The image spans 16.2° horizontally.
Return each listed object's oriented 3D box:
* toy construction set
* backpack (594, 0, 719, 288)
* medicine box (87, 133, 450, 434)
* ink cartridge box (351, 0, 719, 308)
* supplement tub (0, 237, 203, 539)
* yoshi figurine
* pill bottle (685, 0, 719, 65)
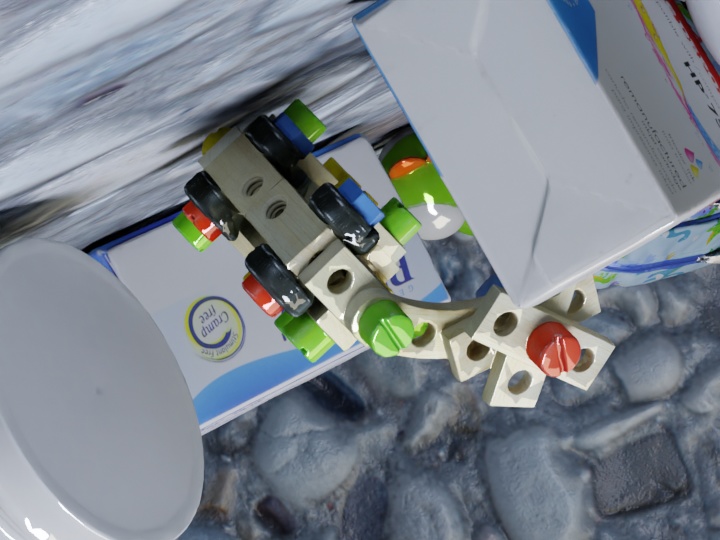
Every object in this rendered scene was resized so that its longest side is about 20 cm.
[{"bbox_3d":[0.000,0.000,0.981,0.092,0.131,0.200,-52,-141,-11],"label":"toy construction set"},{"bbox_3d":[0.142,-0.068,1.383,0.199,0.164,0.154,-18,165,-32],"label":"backpack"},{"bbox_3d":[-0.088,0.032,1.309,0.182,0.103,0.200,-26,177,-38],"label":"medicine box"},{"bbox_3d":[0.082,-0.065,0.920,0.067,0.117,0.200,-31,178,22],"label":"ink cartridge box"},{"bbox_3d":[-0.172,0.085,0.945,0.200,0.145,0.144,-28,178,27],"label":"supplement tub"},{"bbox_3d":[0.022,-0.026,1.487,0.200,0.113,0.112,-31,-168,28],"label":"yoshi figurine"},{"bbox_3d":[0.223,-0.139,0.969,0.200,0.112,0.112,-26,178,-37],"label":"pill bottle"}]
